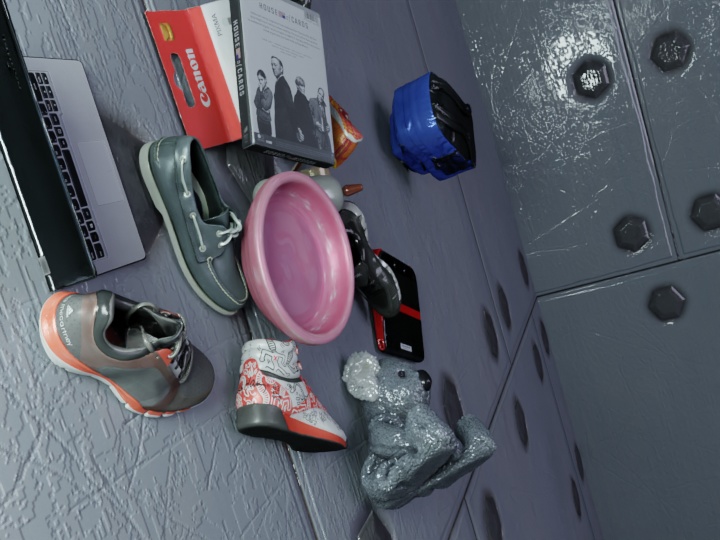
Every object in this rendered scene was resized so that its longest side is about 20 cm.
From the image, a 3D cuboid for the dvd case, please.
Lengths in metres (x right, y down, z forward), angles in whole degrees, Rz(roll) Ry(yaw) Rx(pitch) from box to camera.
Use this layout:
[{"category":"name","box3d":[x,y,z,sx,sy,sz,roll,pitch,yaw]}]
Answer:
[{"category":"dvd case","box3d":[-0.094,-0.237,0.915,0.149,0.024,0.206,5,76,-52]}]

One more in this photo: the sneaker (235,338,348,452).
[{"category":"sneaker","box3d":[-0.072,0.144,0.865,0.201,0.066,0.111,37,46,-55]}]

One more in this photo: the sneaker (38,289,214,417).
[{"category":"sneaker","box3d":[-0.173,0.072,0.634,0.200,0.080,0.079,39,41,-57]}]

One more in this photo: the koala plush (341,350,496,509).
[{"category":"koala plush","box3d":[0.056,0.211,1.069,0.176,0.183,0.203,21,35,-50]}]

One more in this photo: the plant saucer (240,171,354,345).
[{"category":"plant saucer","box3d":[-0.076,-0.012,0.885,0.199,0.050,0.206,31,53,-52]}]

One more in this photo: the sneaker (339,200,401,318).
[{"category":"sneaker","box3d":[0.000,0.000,1.150,0.203,0.065,0.091,63,27,-20]}]

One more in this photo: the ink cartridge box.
[{"category":"ink cartridge box","box3d":[-0.148,-0.243,0.896,0.199,0.049,0.165,-32,106,-57]}]

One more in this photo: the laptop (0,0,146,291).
[{"category":"laptop","box3d":[-0.217,-0.093,0.588,0.200,0.113,0.192,-33,107,-68]}]

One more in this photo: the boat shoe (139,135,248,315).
[{"category":"boat shoe","box3d":[-0.158,-0.045,0.776,0.073,0.060,0.204,-67,138,-61]}]

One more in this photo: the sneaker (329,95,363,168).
[{"category":"sneaker","box3d":[-0.054,-0.220,1.139,0.073,0.077,0.201,39,15,-25]}]

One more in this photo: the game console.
[{"category":"game console","box3d":[0.062,0.064,1.316,0.199,0.030,0.182,25,58,-63]}]

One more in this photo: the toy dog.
[{"category":"toy dog","box3d":[-0.060,-0.099,1.012,0.135,0.094,0.201,68,22,-18]}]

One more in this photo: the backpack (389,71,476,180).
[{"category":"backpack","box3d":[0.138,-0.289,1.540,0.199,0.164,0.167,33,44,-54]}]

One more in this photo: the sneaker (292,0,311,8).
[{"category":"sneaker","box3d":[-0.096,-0.468,1.182,0.090,0.065,0.205,26,51,-60]}]
